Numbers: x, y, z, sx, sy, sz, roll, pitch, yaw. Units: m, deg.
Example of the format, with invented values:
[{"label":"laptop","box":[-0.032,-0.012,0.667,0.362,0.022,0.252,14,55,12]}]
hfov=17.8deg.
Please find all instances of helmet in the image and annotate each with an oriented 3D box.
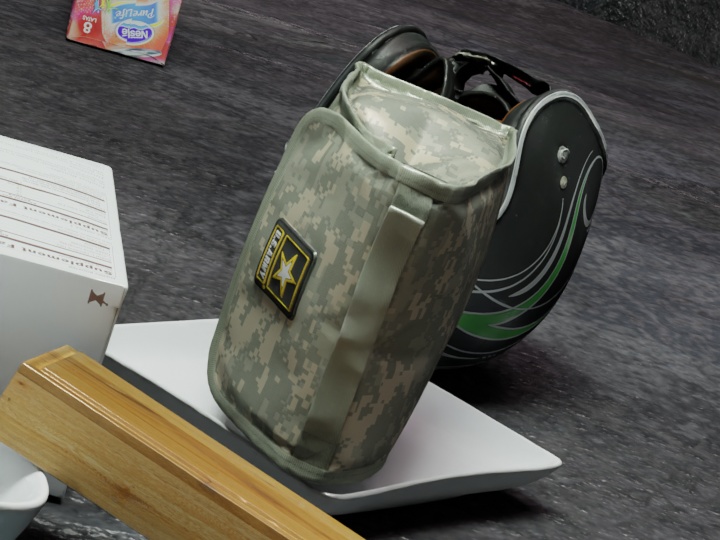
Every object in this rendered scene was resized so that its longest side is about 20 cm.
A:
[{"label":"helmet","box":[0.042,-0.034,1.399,0.199,0.191,0.200,34,-15,10]}]

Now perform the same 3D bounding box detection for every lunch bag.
[{"label":"lunch bag","box":[0.000,0.000,1.155,0.117,0.165,0.200,22,15,-1]}]

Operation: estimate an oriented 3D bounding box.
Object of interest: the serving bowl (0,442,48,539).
[{"label":"serving bowl","box":[-0.221,0.062,0.889,0.199,0.066,0.200,33,3,-2]}]

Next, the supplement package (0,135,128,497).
[{"label":"supplement package","box":[-0.184,0.012,1.127,0.109,0.115,0.200,15,15,-13]}]

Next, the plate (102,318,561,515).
[{"label":"plate","box":[-0.024,0.079,1.224,0.199,0.033,0.199,30,19,36]}]

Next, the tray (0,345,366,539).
[{"label":"tray","box":[-0.058,0.102,0.971,0.199,0.037,0.099,32,3,2]}]

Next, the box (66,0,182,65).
[{"label":"box","box":[-0.211,-0.266,2.110,0.094,0.103,0.200,14,17,-9]}]
